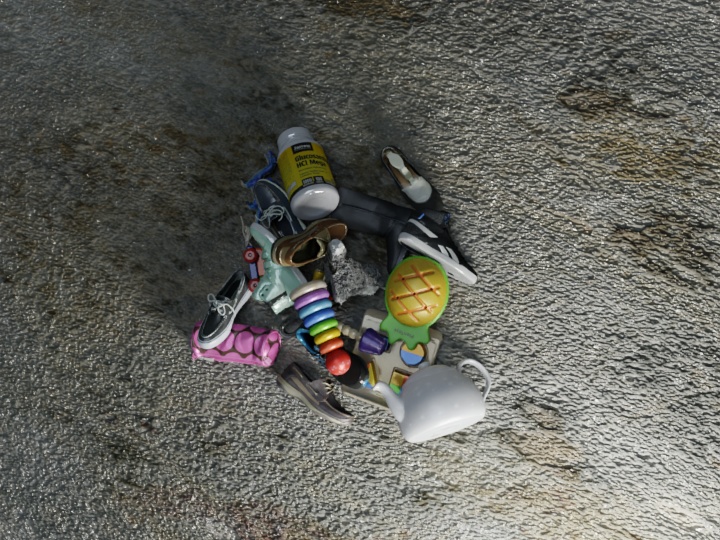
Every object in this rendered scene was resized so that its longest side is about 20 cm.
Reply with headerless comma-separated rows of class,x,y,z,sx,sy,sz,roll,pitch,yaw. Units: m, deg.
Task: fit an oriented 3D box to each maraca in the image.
maraca,0.114,0.069,1.550,0.136,0.107,0.202,18,94,13

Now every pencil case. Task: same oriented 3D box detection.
pencil case,-0.287,0.172,1.658,0.198,0.091,0.094,3,48,15

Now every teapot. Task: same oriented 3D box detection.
teapot,0.159,0.260,1.502,0.196,0.200,0.147,-26,67,20

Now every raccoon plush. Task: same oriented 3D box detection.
raccoon plush,0.000,0.000,1.557,0.133,0.200,0.097,-13,68,-13

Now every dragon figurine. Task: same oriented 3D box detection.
dragon figurine,-0.221,-0.183,1.700,0.099,0.059,0.202,-14,79,11

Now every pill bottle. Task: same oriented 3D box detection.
pill bottle,-0.126,-0.224,1.642,0.112,0.113,0.201,-25,61,9

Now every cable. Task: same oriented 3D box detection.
cable,-0.103,0.083,1.662,0.097,0.050,0.201,35,104,-2

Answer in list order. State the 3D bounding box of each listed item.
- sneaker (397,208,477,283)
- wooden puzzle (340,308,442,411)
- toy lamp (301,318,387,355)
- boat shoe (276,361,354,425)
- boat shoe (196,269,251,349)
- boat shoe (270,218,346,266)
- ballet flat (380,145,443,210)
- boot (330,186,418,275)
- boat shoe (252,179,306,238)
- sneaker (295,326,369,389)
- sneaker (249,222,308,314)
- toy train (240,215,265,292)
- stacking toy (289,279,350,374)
sneaker,0.189,-0.064,1.567,0.199,0.073,0.112,32,76,-12
wooden puzzle,0.065,0.203,1.593,0.184,0.046,0.202,18,87,15
toy lamp,-0.034,0.127,1.578,0.199,0.058,0.059,27,89,20
boat shoe,-0.095,0.272,1.607,0.199,0.074,0.074,31,91,13
boat shoe,-0.311,0.083,1.636,0.073,0.068,0.200,19,57,25
boat shoe,-0.100,-0.053,1.560,0.074,0.199,0.076,20,126,41
ballet flat,0.108,-0.202,1.623,0.068,0.068,0.200,-42,77,4
boot,0.021,-0.088,1.629,0.198,0.066,0.166,19,80,11
boat shoe,-0.185,-0.117,1.633,0.075,0.062,0.201,-31,90,29
sneaker,-0.066,0.192,1.584,0.199,0.082,0.074,36,98,31
sneaker,-0.209,-0.002,1.590,0.118,0.074,0.201,-37,90,-10
toy train,-0.208,-0.040,1.671,0.115,0.085,0.202,-10,82,1
stacking toy,-0.079,0.125,1.526,0.085,0.085,0.201,-25,79,9
